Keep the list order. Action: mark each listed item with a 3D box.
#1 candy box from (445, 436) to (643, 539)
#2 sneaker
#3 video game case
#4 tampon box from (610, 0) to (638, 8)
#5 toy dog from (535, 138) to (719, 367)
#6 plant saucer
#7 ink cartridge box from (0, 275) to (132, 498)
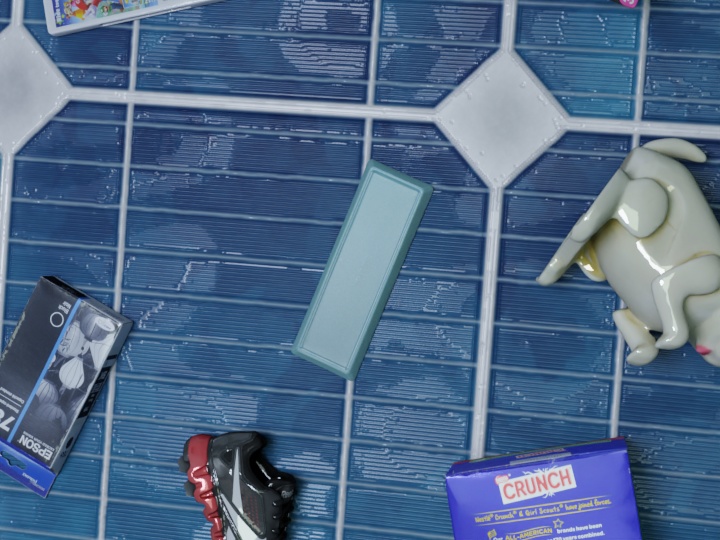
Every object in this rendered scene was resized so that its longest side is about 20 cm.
[{"bbox_3d":[0.175,0.266,0.978,0.166,0.077,0.204,-9,90,9],"label":"candy box"},{"bbox_3d":[-0.097,0.243,1.017,0.096,0.071,0.204,-19,86,10],"label":"sneaker"},{"bbox_3d":[-0.222,-0.321,1.059,0.196,0.018,0.146,-10,90,7],"label":"video game case"},{"bbox_3d":[0.176,-0.348,0.919,0.197,0.127,0.151,21,136,7],"label":"tampon box"},{"bbox_3d":[0.283,0.000,0.948,0.199,0.140,0.194,39,59,7],"label":"toy dog"},{"bbox_3d":[0.000,0.000,1.031,0.069,0.019,0.203,23,94,7],"label":"plant saucer"},{"bbox_3d":[-0.312,0.117,1.064,0.098,0.039,0.203,27,94,6],"label":"ink cartridge box"}]
